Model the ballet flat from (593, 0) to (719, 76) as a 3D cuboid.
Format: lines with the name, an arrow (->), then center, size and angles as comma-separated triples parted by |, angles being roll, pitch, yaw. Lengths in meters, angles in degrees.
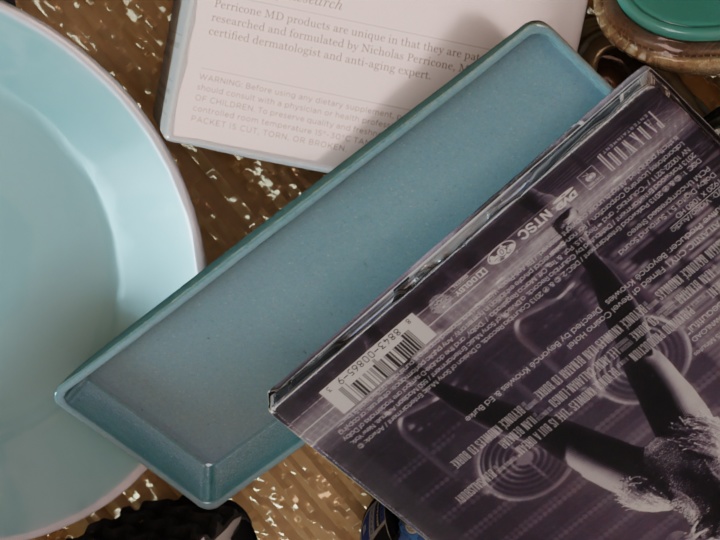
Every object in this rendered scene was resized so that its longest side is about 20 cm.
ballet flat -> 0.139, -0.106, 0.767 | 0.070, 0.065, 0.200 | 43, 58, 15

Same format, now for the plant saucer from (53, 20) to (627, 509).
plant saucer -> 0.000, 0.000, 0.718 | 0.200, 0.019, 0.070 | -36, 121, 27

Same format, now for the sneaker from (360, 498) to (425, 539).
sneaker -> 0.037, 0.073, 0.791 | 0.089, 0.079, 0.201 | -5, 114, 15

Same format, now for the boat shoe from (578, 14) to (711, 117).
boat shoe -> 0.118, 0.008, 0.812 | 0.073, 0.063, 0.200 | -34, 99, -2

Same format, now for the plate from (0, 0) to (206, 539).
plate -> -0.143, -0.003, 0.775 | 0.199, 0.026, 0.201 | 4, 115, 9

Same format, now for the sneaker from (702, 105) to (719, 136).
sneaker -> 0.166, -0.030, 0.749 | 0.199, 0.078, 0.086 | -19, 81, -23

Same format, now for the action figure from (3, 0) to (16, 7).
action figure -> -0.100, -0.164, 0.744 | 0.118, 0.102, 0.201 | 19, 92, 26

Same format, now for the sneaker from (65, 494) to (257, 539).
sneaker -> -0.093, 0.163, 0.768 | 0.200, 0.070, 0.090 | -48, 120, -24

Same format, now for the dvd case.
dvd case -> 0.094, 0.050, 0.723 | 0.149, 0.016, 0.200 | -41, 116, 17

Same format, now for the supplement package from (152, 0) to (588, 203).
supplement package -> 0.012, -0.131, 0.755 | 0.119, 0.121, 0.201 | 10, 96, -8
